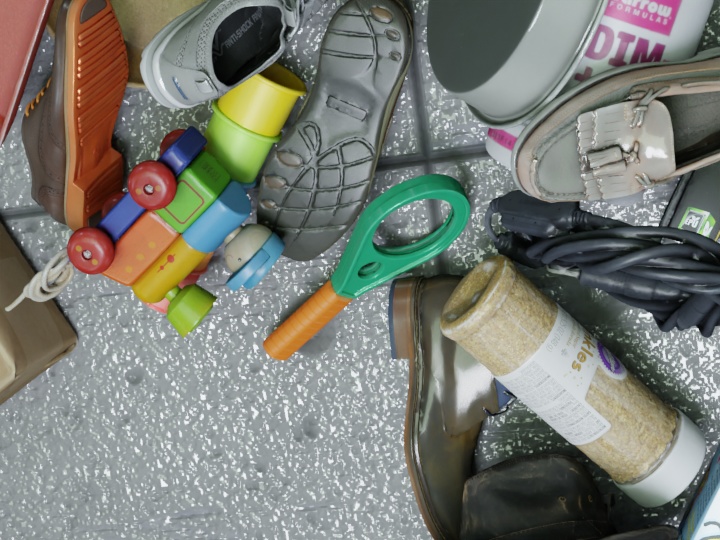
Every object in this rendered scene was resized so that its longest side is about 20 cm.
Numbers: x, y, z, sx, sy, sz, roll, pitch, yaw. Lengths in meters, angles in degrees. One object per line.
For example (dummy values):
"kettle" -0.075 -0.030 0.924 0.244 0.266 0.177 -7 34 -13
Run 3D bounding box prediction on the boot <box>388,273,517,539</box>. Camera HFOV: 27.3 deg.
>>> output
"boot" 0.082 0.100 1.054 0.096 0.075 0.203 -8 96 20

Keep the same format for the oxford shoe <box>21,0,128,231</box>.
"oxford shoe" -0.216 -0.116 1.075 0.072 0.071 0.202 23 128 17

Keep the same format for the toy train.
"toy train" -0.152 0.004 1.055 0.116 0.085 0.200 44 115 -7

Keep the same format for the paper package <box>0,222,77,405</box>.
"paper package" -0.354 0.033 1.152 0.190 0.103 0.201 -35 90 20

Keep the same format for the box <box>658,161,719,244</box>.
"box" 0.322 -0.067 0.968 0.198 0.047 0.195 27 108 10

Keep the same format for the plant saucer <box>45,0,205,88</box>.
"plant saucer" -0.152 -0.235 1.079 0.197 0.035 0.203 3 101 16

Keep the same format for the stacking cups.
"stacking cups" -0.109 -0.059 1.085 0.060 0.060 0.202 31 107 8

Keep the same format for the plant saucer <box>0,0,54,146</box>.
"plant saucer" -0.296 -0.223 1.098 0.199 0.037 0.201 35 114 22

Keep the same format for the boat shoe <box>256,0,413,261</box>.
"boat shoe" -0.010 -0.101 1.044 0.075 0.074 0.202 28 113 2

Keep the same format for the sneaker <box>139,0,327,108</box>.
"sneaker" -0.055 -0.178 1.001 0.201 0.082 0.075 -50 125 -16

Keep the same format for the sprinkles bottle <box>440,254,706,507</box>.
"sprinkles bottle" 0.145 0.076 1.002 0.199 0.068 0.068 40 109 -16

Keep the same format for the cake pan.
"cake pan" 0.098 -0.192 0.938 0.036 0.200 0.203 13 107 -23

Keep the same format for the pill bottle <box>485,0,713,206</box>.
"pill bottle" 0.163 -0.155 0.962 0.112 0.113 0.203 20 105 11

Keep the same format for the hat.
"hat" 0.116 0.171 1.010 0.198 0.200 0.082 -19 73 18

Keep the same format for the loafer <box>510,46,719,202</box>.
"loafer" 0.188 -0.089 0.897 0.198 0.063 0.073 -21 120 -15

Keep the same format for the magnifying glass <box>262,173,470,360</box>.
"magnifying glass" 0.000 0.000 1.068 0.200 0.079 0.023 -44 52 27

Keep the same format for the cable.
"cable" 0.177 0.005 0.947 0.162 0.199 0.051 32 80 -32

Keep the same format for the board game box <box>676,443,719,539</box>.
"board game box" 0.290 0.140 0.985 0.102 0.105 0.202 25 106 9
